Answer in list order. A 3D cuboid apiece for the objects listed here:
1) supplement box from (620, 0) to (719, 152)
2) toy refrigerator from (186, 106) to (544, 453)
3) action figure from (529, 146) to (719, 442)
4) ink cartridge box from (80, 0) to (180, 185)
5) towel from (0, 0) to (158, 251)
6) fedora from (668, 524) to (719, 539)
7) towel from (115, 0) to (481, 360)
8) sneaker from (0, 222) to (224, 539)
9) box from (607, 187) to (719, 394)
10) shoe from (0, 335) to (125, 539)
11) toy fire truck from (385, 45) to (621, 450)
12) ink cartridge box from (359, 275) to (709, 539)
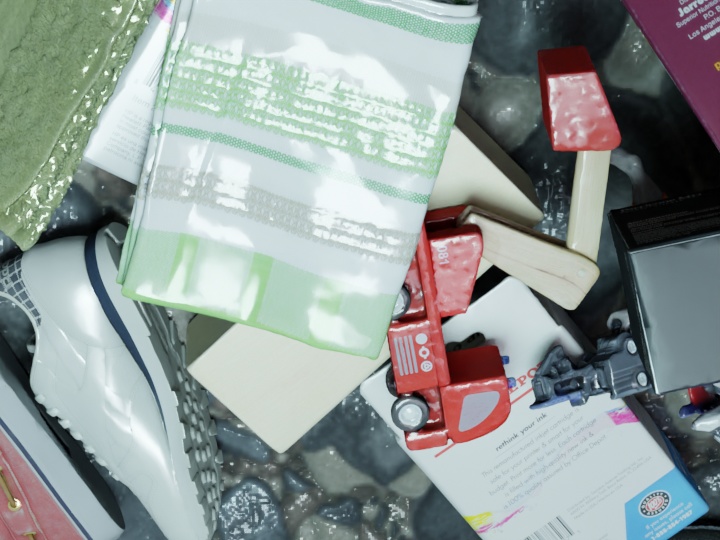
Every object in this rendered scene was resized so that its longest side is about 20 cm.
[{"bbox_3d":[0.173,-0.149,1.251,0.086,0.110,0.200,-33,86,9],"label":"supplement box"},{"bbox_3d":[0.000,0.000,1.373,0.200,0.070,0.076,-43,109,12],"label":"toy refrigerator"},{"bbox_3d":[0.185,0.016,1.358,0.200,0.105,0.194,-24,104,-31],"label":"action figure"},{"bbox_3d":[-0.040,-0.127,1.293,0.144,0.085,0.200,26,111,-19],"label":"ink cartridge box"},{"bbox_3d":[-0.178,-0.127,1.263,0.148,0.036,0.200,36,112,19],"label":"towel"},{"bbox_3d":[0.208,0.255,1.512,0.200,0.092,0.201,-3,117,-6],"label":"fedora"},{"bbox_3d":[-0.034,-0.059,1.247,0.149,0.031,0.200,15,112,0],"label":"towel"},{"bbox_3d":[-0.135,0.070,1.391,0.080,0.076,0.200,-18,109,8],"label":"sneaker"},{"bbox_3d":[0.232,-0.005,1.245,0.200,0.141,0.079,-11,101,4],"label":"box"},{"bbox_3d":[-0.218,0.097,1.387,0.091,0.071,0.200,-31,121,2],"label":"shoe"},{"bbox_3d":[0.072,-0.008,1.310,0.141,0.049,0.200,-10,112,1],"label":"toy fire truck"},{"bbox_3d":[0.094,0.088,1.427,0.115,0.068,0.200,-36,116,9],"label":"ink cartridge box"}]
